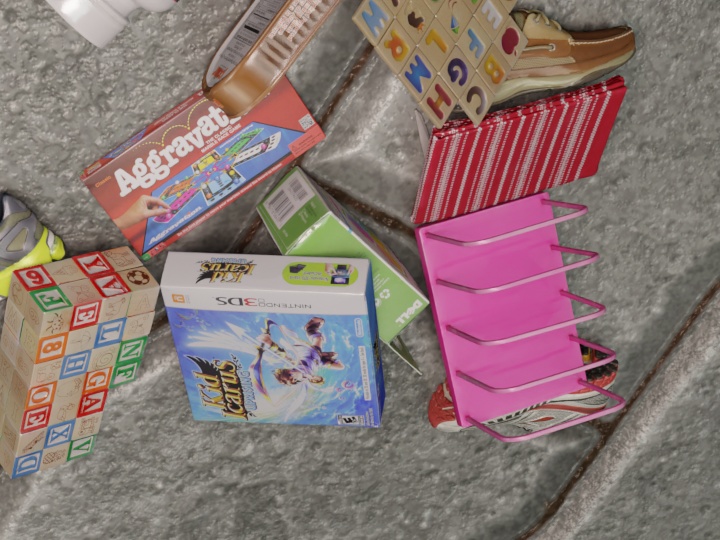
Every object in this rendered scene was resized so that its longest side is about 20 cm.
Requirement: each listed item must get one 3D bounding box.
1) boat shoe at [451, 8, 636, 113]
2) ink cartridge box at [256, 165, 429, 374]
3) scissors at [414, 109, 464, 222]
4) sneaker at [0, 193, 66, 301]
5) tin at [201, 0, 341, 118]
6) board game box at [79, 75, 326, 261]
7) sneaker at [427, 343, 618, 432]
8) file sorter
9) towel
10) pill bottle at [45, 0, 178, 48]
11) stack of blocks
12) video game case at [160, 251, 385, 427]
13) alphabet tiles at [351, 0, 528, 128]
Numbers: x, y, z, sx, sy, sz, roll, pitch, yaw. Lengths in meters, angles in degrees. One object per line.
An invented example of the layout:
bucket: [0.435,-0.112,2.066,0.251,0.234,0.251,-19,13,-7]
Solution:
boat shoe: [0.154,-0.199,1.513,0.200,0.076,0.074,-16,104,-16]
ink cartridge box: [0.000,0.000,1.541,0.059,0.104,0.200,-44,122,7]
scissors: [0.075,-0.060,1.591,0.073,0.014,0.200,-35,124,0]
sneaker: [-0.358,0.003,1.438,0.200,0.074,0.081,-34,117,-9]
tin: [-0.061,-0.216,1.394,0.042,0.112,0.200,37,91,-17]
board game box: [-0.139,-0.103,1.486,0.200,0.019,0.103,-35,122,0]
sneaker: [0.166,0.137,1.694,0.200,0.078,0.082,-9,128,-11]
file sorter: [0.155,0.044,1.563,0.139,0.125,0.200,-16,101,-17]
towel: [0.146,-0.110,1.546,0.200,0.023,0.145,-16,150,-17]
pill bottle: [-0.165,-0.276,1.325,0.200,0.120,0.120,-44,123,6]
stack of blocks: [-0.258,0.082,1.480,0.115,0.059,0.200,-14,137,-37]
video game case: [-0.075,0.066,1.507,0.181,0.046,0.200,3,139,8]
alphabet tiles: [0.069,-0.226,1.405,0.200,0.006,0.167,48,61,-34]
